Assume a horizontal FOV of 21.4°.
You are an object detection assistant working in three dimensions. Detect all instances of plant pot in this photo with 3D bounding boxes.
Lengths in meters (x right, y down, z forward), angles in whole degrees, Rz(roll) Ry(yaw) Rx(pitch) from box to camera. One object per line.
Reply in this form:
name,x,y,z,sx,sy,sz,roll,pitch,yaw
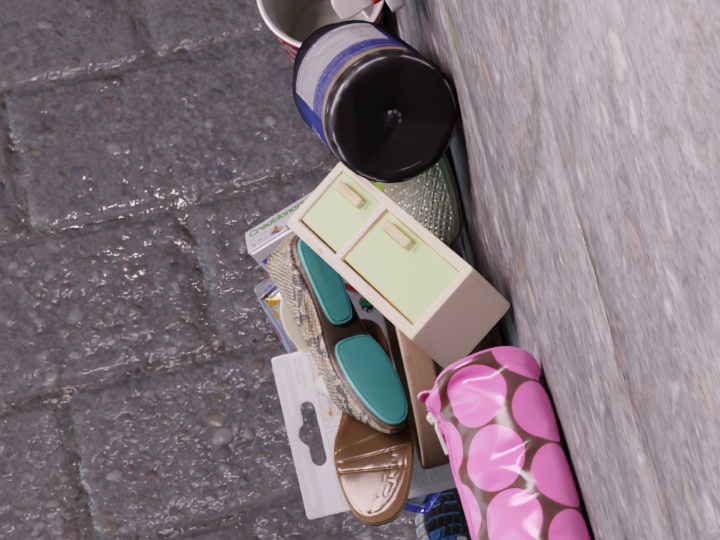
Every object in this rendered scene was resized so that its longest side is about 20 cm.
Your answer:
plant pot,0.075,0.068,1.677,0.201,0.093,0.201,167,90,-87

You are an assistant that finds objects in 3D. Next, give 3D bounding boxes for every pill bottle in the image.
pill bottle,0.004,-0.152,1.628,0.200,0.112,0.112,-128,24,-67

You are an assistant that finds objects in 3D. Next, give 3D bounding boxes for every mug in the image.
mug,-0.038,-0.290,2.007,0.200,0.133,0.178,66,-170,-79

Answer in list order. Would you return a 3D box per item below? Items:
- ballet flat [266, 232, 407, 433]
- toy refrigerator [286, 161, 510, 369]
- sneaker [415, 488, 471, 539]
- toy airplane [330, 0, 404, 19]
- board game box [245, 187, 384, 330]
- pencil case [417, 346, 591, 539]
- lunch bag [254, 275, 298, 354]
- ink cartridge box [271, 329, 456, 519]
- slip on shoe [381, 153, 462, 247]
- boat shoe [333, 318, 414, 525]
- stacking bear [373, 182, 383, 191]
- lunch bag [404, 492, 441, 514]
ballet flat,-0.025,0.063,1.662,0.075,0.068,0.200,-39,73,41
toy refrigerator,0.027,-0.008,1.559,0.070,0.076,0.200,41,-179,-44
sneaker,0.120,0.370,2.592,0.087,0.075,0.200,-87,-16,-78
toy airplane,-0.034,-0.299,1.602,0.200,0.141,0.199,90,166,-79
board game box,0.000,0.000,1.792,0.200,0.126,0.035,47,-160,-39
pencil case,0.109,0.161,1.385,0.091,0.094,0.200,81,174,-60
lunch bag,-0.016,0.014,2.196,0.127,0.200,0.170,61,178,-5
ink cartridge box,0.030,0.135,1.797,0.047,0.200,0.160,122,135,-89
slip on shoe,0.050,-0.112,1.748,0.061,0.074,0.200,0,-115,-55
boat shoe,0.014,0.143,1.695,0.072,0.072,0.200,64,-168,-54
stacking bear,0.028,-0.075,1.915,0.114,0.121,0.200,101,166,-66
lunch bag,0.060,0.150,2.173,0.170,0.127,0.200,-106,33,-45
